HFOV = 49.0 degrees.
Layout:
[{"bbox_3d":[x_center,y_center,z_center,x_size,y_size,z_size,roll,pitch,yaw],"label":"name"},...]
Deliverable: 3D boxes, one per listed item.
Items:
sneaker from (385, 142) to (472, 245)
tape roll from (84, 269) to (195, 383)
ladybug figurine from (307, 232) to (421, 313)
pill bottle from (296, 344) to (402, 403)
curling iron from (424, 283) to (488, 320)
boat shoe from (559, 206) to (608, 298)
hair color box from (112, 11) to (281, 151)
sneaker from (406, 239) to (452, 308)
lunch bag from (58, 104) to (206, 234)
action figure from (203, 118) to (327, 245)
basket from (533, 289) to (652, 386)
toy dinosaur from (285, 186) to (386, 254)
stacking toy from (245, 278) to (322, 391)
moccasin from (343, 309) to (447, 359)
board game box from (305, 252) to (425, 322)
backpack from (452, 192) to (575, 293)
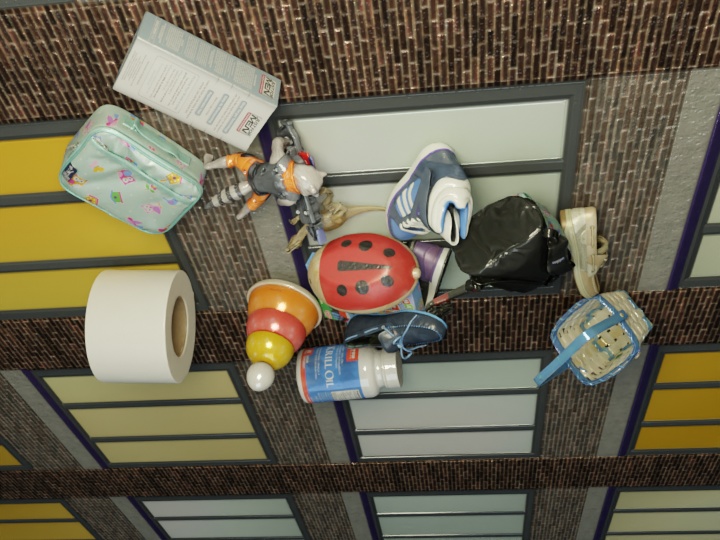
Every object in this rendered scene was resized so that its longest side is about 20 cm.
[{"bbox_3d":[0.103,-0.078,1.194,0.080,0.147,0.200,6,137,-22],"label":"sneaker"},{"bbox_3d":[-0.385,0.099,1.403,0.139,0.203,0.203,0,141,2],"label":"tape roll"},{"bbox_3d":[0.000,0.000,1.287,0.199,0.136,0.072,-3,166,21],"label":"ladybug figurine"},{"bbox_3d":[-0.020,0.201,1.579,0.199,0.113,0.112,-8,140,11],"label":"pill bottle"},{"bbox_3d":[0.197,0.030,1.374,0.200,0.026,0.050,-30,143,-5],"label":"curling iron"},{"bbox_3d":[0.381,-0.028,1.315,0.065,0.072,0.200,-12,133,19],"label":"boat shoe"},{"bbox_3d":[-0.220,-0.253,1.076,0.199,0.061,0.099,24,136,-23],"label":"hair color box"},{"bbox_3d":[0.098,0.015,1.396,0.087,0.076,0.200,21,141,8],"label":"sneaker"},{"bbox_3d":[-0.344,-0.150,1.193,0.200,0.077,0.160,31,133,-30],"label":"lunch bag"},{"bbox_3d":[-0.129,-0.111,1.178,0.193,0.105,0.201,-7,114,37],"label":"action figure"},{"bbox_3d":[0.412,0.125,1.404,0.200,0.139,0.176,-18,156,-33],"label":"basket"},{"bbox_3d":[-0.042,-0.092,1.282,0.199,0.058,0.101,-20,154,7],"label":"toy dinosaur"},{"bbox_3d":[-0.162,0.128,1.418,0.146,0.200,0.146,12,141,9],"label":"stacking toy"},{"bbox_3d":[0.058,0.116,1.358,0.200,0.068,0.081,-8,133,41],"label":"moccasin"},{"bbox_3d":[0.014,0.045,1.391,0.199,0.037,0.152,10,142,23],"label":"board game box"},{"bbox_3d":[0.247,-0.040,1.220,0.167,0.127,0.200,-29,155,27],"label":"backpack"}]
